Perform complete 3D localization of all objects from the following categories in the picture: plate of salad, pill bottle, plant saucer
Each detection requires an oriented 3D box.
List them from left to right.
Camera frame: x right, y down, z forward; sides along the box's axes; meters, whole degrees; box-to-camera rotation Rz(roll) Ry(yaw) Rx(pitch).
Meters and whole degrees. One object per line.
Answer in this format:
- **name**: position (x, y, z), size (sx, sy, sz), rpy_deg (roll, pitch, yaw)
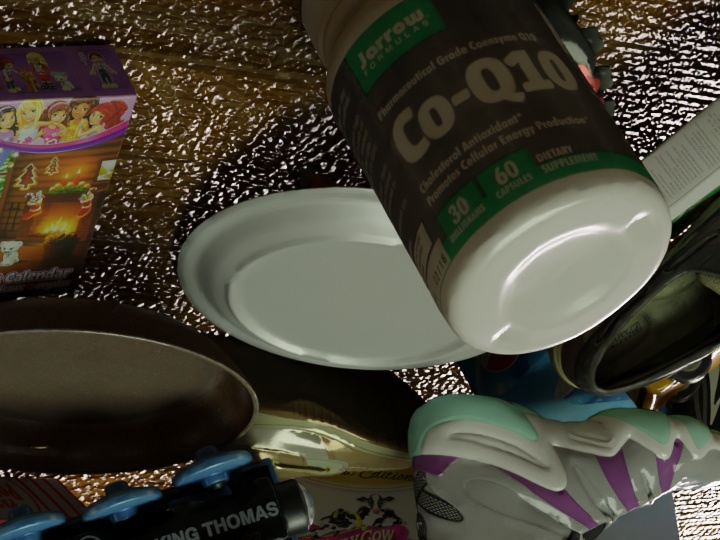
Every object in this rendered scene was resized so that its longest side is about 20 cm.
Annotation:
- **plant saucer**: position (-0.153, 0.059, 1.058), size (0.199, 0.032, 0.200), rpy_deg (0, 155, 0)
- **plate of salad**: position (0.000, 0.000, 1.099), size (0.199, 0.048, 0.200), rpy_deg (3, 151, 2)
- **pill bottle**: position (0.051, -0.069, 0.940), size (0.113, 0.200, 0.113), rpy_deg (-19, 145, -14)

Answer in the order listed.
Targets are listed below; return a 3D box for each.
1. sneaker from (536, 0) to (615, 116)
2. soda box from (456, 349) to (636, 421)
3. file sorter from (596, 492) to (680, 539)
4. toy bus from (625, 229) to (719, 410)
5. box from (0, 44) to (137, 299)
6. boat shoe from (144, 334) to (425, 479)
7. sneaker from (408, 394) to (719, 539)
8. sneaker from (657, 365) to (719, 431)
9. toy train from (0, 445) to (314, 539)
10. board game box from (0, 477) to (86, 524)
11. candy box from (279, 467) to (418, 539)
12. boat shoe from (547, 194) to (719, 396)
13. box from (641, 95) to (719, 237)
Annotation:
- **sneaker**: position (0.077, -0.067, 1.075), size (0.098, 0.071, 0.201), rpy_deg (-20, 146, -16)
- **soda box**: position (0.147, 0.064, 1.299), size (0.068, 0.064, 0.200), rpy_deg (-45, 143, 23)
- **file sorter**: position (0.125, 0.217, 1.301), size (0.138, 0.200, 0.125), rpy_deg (11, 119, -4)
- **toy bus**: position (0.235, 0.001, 1.232), size (0.200, 0.078, 0.065), rpy_deg (-35, 166, -6)
- **box**: position (-0.215, -0.039, 0.935), size (0.199, 0.039, 0.137), rpy_deg (-6, 139, -29)
- **boat shoe**: position (-0.042, 0.088, 1.197), size (0.199, 0.074, 0.066), rpy_deg (17, 130, -34)
- **sneaker**: position (0.123, 0.152, 1.180), size (0.199, 0.141, 0.078), rpy_deg (5, 165, -7)
- **sneaker**: position (0.260, 0.049, 1.290), size (0.199, 0.083, 0.071), rpy_deg (-41, 119, -28)
- **toy train**: position (-0.122, 0.161, 1.109), size (0.199, 0.087, 0.114), rpy_deg (-17, 165, -10)
- **board game box**: position (-0.256, 0.210, 1.152), size (0.151, 0.046, 0.201), rpy_deg (11, 112, -54)
- **candy box**: position (-0.009, 0.213, 1.227), size (0.136, 0.201, 0.061), rpy_deg (5, 142, -4)
- **boat shoe**: position (0.202, 0.011, 1.152), size (0.200, 0.066, 0.072), rpy_deg (-33, 114, -1)
- **box**: position (0.232, -0.090, 1.138), size (0.200, 0.036, 0.144), rpy_deg (-39, 170, 17)
